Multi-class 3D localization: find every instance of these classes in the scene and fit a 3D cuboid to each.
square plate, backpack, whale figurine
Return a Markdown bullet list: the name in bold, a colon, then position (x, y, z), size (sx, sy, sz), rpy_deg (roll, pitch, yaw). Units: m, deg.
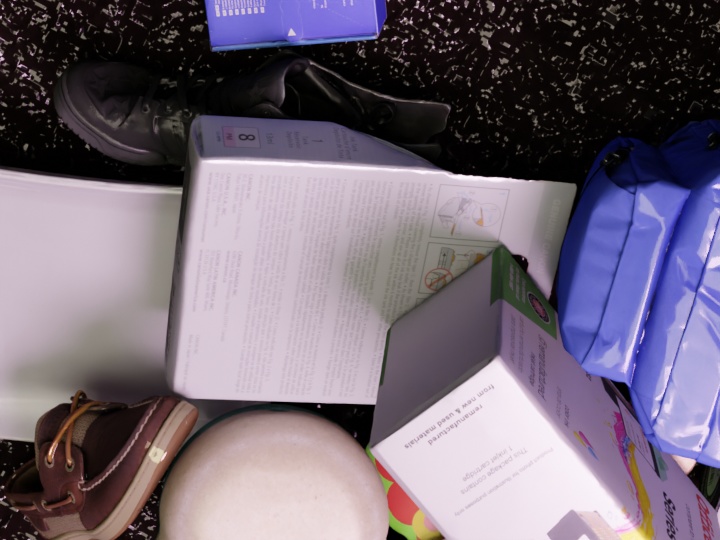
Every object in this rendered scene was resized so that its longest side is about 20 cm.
- **square plate**: position (-0.145, 0.022, 1.169), size (0.196, 0.029, 0.201), rpy_deg (5, 129, 3)
- **backpack**: position (0.188, -0.003, 1.051), size (0.167, 0.200, 0.164), rpy_deg (22, 104, 3)
- **whale figurine**: position (-0.053, 0.174, 1.167), size (0.157, 0.104, 0.202), rpy_deg (0, 100, -8)

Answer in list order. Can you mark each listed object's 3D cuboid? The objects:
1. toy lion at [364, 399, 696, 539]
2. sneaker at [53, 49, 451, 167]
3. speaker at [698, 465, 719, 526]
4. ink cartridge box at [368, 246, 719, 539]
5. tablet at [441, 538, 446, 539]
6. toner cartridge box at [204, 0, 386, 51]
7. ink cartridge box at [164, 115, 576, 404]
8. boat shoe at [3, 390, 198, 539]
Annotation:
- **toy lion**: position (0.096, 0.134, 1.178), size (0.190, 0.069, 0.202), rpy_deg (5, 98, 10)
- **sneaker**: position (-0.060, -0.087, 1.106), size (0.198, 0.060, 0.104), rpy_deg (25, 140, -10)
- **speaker**: position (0.295, 0.138, 1.156), size (0.198, 0.081, 0.082), rpy_deg (15, 112, 1)
- **ink cartridge box**: position (0.100, 0.109, 1.040), size (0.084, 0.145, 0.200), rpy_deg (-36, 105, 17)
- **tablet**: position (0.030, 0.231, 1.177), size (0.199, 0.014, 0.131), rpy_deg (-26, 79, 32)
- **toner cartridge box**: position (-0.044, -0.221, 1.076), size (0.094, 0.043, 0.202), rpy_deg (-3, 111, 9)
- **ink cartridge box**: position (0.000, 0.000, 1.100), size (0.198, 0.057, 0.164), rpy_deg (0, 128, -13)
- **boat shoe**: position (-0.155, 0.108, 1.163), size (0.072, 0.072, 0.200), rpy_deg (37, 151, -9)
